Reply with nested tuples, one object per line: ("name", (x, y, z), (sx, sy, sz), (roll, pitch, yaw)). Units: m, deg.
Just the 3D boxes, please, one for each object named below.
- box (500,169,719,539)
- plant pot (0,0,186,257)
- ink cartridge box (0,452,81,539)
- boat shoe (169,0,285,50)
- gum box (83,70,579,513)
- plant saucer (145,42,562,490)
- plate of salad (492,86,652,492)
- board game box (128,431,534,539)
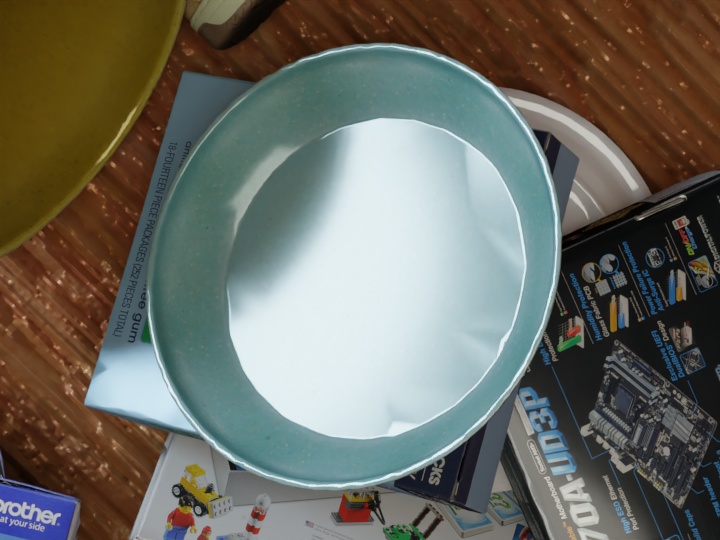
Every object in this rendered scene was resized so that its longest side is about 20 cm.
("box", (0.146, 0.073, 1.025), (0.158, 0.046, 0.201), (-25, 93, -8))
("plant pot", (-0.198, -0.117, 0.976), (0.142, 0.200, 0.200), (37, 98, 17))
("ink cartridge box", (-0.185, 0.178, 1.019), (0.076, 0.136, 0.201), (15, 71, -4))
("boat shoe", (-0.026, -0.200, 1.016), (0.076, 0.072, 0.200), (45, 96, 3))
("gum box", (-0.015, 0.006, 0.992), (0.199, 0.045, 0.171), (11, 81, 28))
("plant saucer", (0.000, 0.000, 0.941), (0.199, 0.036, 0.201), (-7, 73, 23))
("plate of salad", (0.058, 0.009, 1.059), (0.199, 0.048, 0.201), (0, 90, -9))
("board game box", (-0.003, 0.116, 1.057), (0.199, 0.035, 0.127), (22, 65, -5))
